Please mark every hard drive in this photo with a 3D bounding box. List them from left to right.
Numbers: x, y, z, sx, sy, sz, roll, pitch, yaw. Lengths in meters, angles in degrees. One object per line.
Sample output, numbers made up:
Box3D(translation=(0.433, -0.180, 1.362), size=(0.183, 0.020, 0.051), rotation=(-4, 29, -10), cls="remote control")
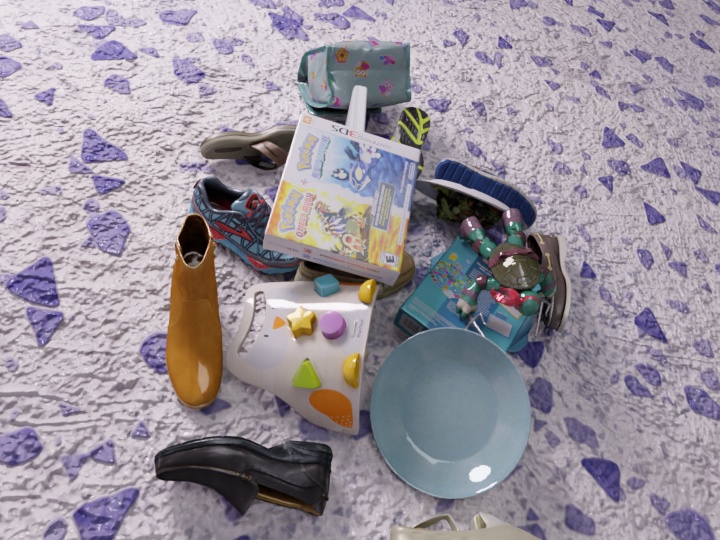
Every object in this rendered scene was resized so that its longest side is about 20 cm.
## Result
Box3D(translation=(-0.016, -0.184, 0.917), size=(0.026, 0.133, 0.203), rotation=(9, 51, -8), cls="hard drive")

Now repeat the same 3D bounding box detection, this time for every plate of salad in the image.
Box3D(translation=(0.170, -0.096, 0.904), size=(0.197, 0.200, 0.049), rotation=(24, 91, 1), cls="plate of salad")

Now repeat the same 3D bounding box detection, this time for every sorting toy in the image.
Box3D(translation=(-0.073, 0.082, 0.715), size=(0.176, 0.108, 0.204), rotation=(7, 61, 8), cls="sorting toy")

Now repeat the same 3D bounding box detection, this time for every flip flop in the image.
Box3D(translation=(-0.160, -0.193, 0.922), size=(0.196, 0.081, 0.059), rotation=(-8, 73, -21), cls="flip flop")

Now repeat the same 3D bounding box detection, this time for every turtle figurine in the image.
Box3D(translation=(0.203, 0.007, 0.759), size=(0.146, 0.102, 0.203), rotation=(2, 50, -12), cls="turtle figurine")

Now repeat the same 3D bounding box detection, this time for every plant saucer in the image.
Box3D(translation=(0.111, 0.176, 0.707), size=(0.196, 0.039, 0.206), rotation=(-2, 79, 8), cls="plant saucer")

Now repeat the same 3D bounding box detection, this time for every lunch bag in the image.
Box3D(translation=(-0.018, -0.353, 1.045), size=(0.167, 0.125, 0.199), rotation=(-9, 15, -21), cls="lunch bag")

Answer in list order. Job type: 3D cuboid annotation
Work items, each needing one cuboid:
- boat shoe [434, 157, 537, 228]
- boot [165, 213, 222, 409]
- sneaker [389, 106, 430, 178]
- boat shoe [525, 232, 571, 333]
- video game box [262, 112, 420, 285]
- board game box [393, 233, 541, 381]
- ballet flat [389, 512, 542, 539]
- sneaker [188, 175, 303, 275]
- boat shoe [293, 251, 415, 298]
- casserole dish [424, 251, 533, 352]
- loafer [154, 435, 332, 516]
Box3D(translation=(0.225, -0.145, 0.999), size=(0.198, 0.073, 0.073), rotation=(33, 24, -1), cls="boat shoe")
Box3D(translation=(-0.202, 0.046, 0.677), size=(0.069, 0.145, 0.204), rotation=(-2, 55, -18), cls="boot")
Box3D(translation=(0.074, -0.192, 0.994), size=(0.074, 0.077, 0.203), rotation=(24, 62, -1), cls="sneaker")
Box3D(translation=(0.299, 0.014, 0.909), size=(0.058, 0.073, 0.202), rotation=(13, 47, 1), cls="boat shoe")
Box3D(translation=(-0.020, -0.100, 0.756), size=(0.178, 0.047, 0.204), rotation=(14, 63, -5), cls="video game box")
Box3D(translation=(0.163, 0.045, 0.808), size=(0.150, 0.047, 0.200), rotation=(36, 55, 12), cls="board game box")
Box3D(translation=(0.122, 0.307, 0.637), size=(0.195, 0.070, 0.071), rotation=(3, 53, -16), cls="ballet flat")
Box3D(translation=(-0.159, -0.067, 0.807), size=(0.197, 0.096, 0.080), rotation=(25, 50, 1), cls="sneaker")
Box3D(translation=(0.000, 0.000, 0.828), size=(0.196, 0.063, 0.074), rotation=(-13, 58, -25), cls="boat shoe")
Box3D(translation=(0.189, 0.037, 0.876), size=(0.120, 0.039, 0.201), rotation=(-27, 65, -32), cls="casserole dish")
Box3D(translation=(-0.125, 0.227, 0.614), size=(0.195, 0.073, 0.074), rotation=(5, 56, -12), cls="loafer")
